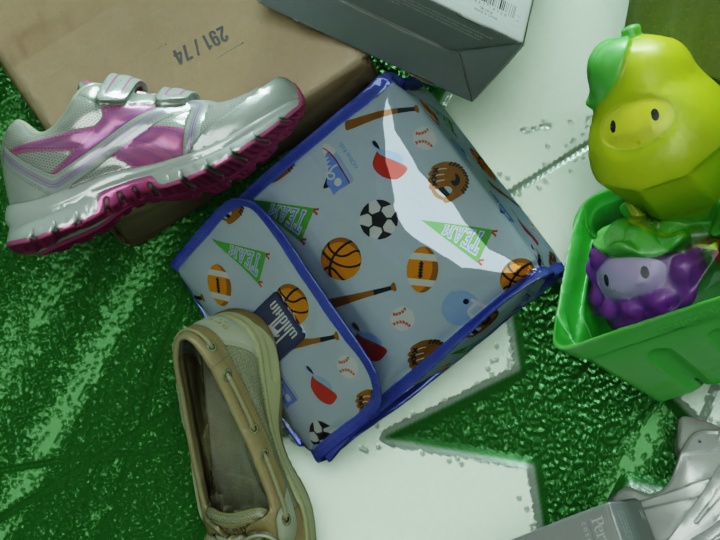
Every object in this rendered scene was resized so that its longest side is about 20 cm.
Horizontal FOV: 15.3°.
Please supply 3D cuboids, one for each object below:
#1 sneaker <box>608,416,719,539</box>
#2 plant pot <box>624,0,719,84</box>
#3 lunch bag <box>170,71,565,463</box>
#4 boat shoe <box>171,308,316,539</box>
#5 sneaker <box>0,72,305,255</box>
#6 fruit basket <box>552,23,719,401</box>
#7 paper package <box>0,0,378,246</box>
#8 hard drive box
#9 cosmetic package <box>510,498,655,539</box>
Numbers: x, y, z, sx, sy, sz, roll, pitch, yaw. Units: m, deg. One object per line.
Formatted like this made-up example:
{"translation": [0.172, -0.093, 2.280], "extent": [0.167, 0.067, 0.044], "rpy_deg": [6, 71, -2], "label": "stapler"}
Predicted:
{"translation": [0.244, 0.125, 1.682], "extent": [0.199, 0.078, 0.100], "rpy_deg": [-29, 77, -5], "label": "sneaker"}
{"translation": [0.252, -0.206, 1.697], "extent": [0.199, 0.200, 0.191], "rpy_deg": [18, 94, 4], "label": "plant pot"}
{"translation": [0.000, 0.000, 1.687], "extent": [0.200, 0.124, 0.170], "rpy_deg": [-38, 82, 12], "label": "lunch bag"}
{"translation": [-0.077, 0.127, 1.663], "extent": [0.073, 0.063, 0.202], "rpy_deg": [1, 103, 34], "label": "boat shoe"}
{"translation": [-0.132, -0.083, 1.616], "extent": [0.199, 0.081, 0.089], "rpy_deg": [-21, 82, -3], "label": "sneaker"}
{"translation": [0.201, -0.040, 1.623], "extent": [0.215, 0.216, 0.156], "rpy_deg": [11, 48, 3], "label": "fruit basket"}
{"translation": [-0.121, -0.146, 1.720], "extent": [0.200, 0.103, 0.191], "rpy_deg": [-34, 81, -4], "label": "paper package"}
{"translation": [0.039, -0.230, 1.687], "extent": [0.155, 0.077, 0.201], "rpy_deg": [25, 56, -13], "label": "hard drive box"}
{"translation": [0.092, 0.222, 1.635], "extent": [0.199, 0.090, 0.107], "rpy_deg": [-26, 78, 18], "label": "cosmetic package"}
